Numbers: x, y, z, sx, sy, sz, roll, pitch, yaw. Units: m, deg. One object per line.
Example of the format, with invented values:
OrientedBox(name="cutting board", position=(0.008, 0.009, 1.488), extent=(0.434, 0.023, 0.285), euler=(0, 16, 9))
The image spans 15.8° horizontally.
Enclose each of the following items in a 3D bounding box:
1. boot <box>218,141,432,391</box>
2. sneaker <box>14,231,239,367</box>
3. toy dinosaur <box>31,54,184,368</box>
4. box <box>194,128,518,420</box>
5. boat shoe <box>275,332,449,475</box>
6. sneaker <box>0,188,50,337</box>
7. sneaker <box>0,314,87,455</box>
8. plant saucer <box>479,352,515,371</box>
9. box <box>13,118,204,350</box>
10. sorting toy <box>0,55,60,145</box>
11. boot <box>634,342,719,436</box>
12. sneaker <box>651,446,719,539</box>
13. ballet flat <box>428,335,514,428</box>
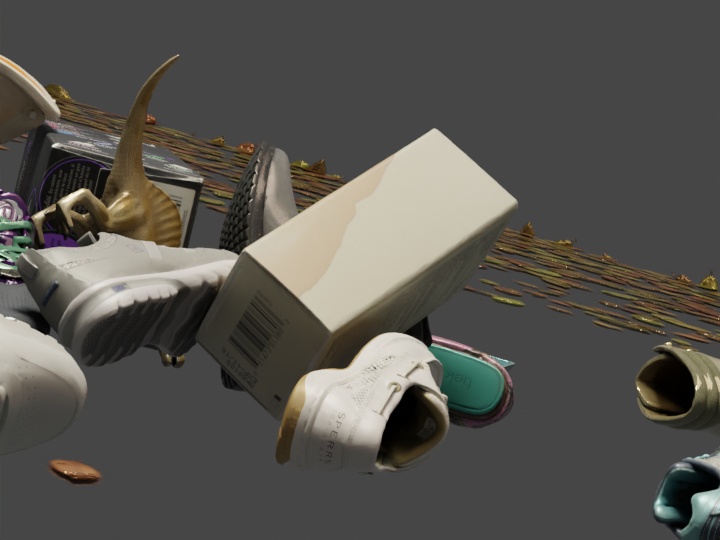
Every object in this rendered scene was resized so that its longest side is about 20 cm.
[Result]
OrientedBox(name="boot", position=(-0.023, 0.012, 1.694), extent=(0.132, 0.200, 0.070), euler=(12, -37, -16))
OrientedBox(name="sneaker", position=(-0.132, 0.002, 1.558), extent=(0.082, 0.075, 0.200), euler=(44, 16, 15))
OrientedBox(name="toy dinosaur", position=(-0.155, -0.034, 1.636), extent=(0.101, 0.200, 0.058), euler=(-13, 16, -35))
OrientedBox(name="box", position=(0.000, 0.000, 1.606), extent=(0.078, 0.095, 0.200), euler=(43, 43, 13))
OrientedBox(name="boat shoe", position=(0.017, 0.085, 1.472), extent=(0.069, 0.071, 0.200), euler=(18, 15, 17))
OrientedBox(name="sneaker", position=(-0.226, -0.002, 1.567), extent=(0.074, 0.088, 0.200), euler=(13, 6, -20))
OrientedBox(name="sneaker", position=(-0.206, 0.062, 1.159), extent=(0.200, 0.076, 0.080), euler=(5, 22, -37))
OrientedBox(name="plant saucer", position=(0.062, 0.073, 1.931), extent=(0.070, 0.019, 0.200), euler=(16, 7, 14))
OrientedBox(name="box", position=(-0.181, -0.028, 1.761), extent=(0.106, 0.122, 0.200), euler=(13, 6, -13))
OrientedBox(name="sorting toy", position=(-0.320, -0.117, 1.782), extent=(0.200, 0.107, 0.180), euler=(-27, 15, -2))
OrientedBox(name="boot", position=(0.288, 0.095, 2.059), extent=(0.155, 0.072, 0.200), euler=(11, 7, -17))
OrientedBox(name="sneaker", position=(0.214, 0.128, 1.514), extent=(0.086, 0.078, 0.200), euler=(11, 6, -2))
OrientedBox(name="ballet flat", position=(0.008, 0.059, 1.744), extent=(0.200, 0.069, 0.071), euler=(23, -19, 4))
